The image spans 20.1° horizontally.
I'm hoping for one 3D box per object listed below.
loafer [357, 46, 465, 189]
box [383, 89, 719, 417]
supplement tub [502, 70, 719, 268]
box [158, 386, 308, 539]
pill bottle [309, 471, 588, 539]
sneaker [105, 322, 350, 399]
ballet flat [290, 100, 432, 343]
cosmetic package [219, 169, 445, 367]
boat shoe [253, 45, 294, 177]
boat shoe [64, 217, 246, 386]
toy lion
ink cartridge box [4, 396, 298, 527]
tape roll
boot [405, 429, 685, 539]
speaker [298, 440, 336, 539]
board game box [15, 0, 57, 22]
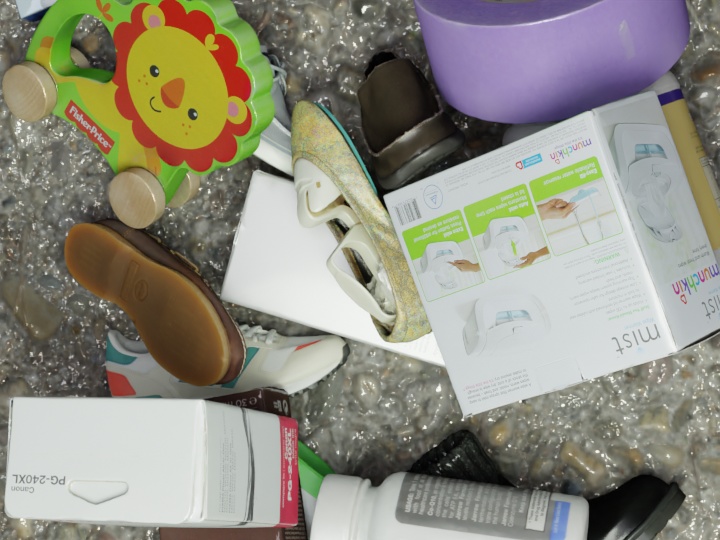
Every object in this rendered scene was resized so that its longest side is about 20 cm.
[{"bbox_3d":[0.025,-0.119,1.527,0.073,0.200,0.072,-32,108,3],"label":"loafer"},{"bbox_3d":[0.139,-0.009,1.447,0.199,0.096,0.178,-22,89,41],"label":"box"},{"bbox_3d":[0.205,-0.038,1.544,0.144,0.145,0.202,-21,89,5],"label":"supplement tub"},{"bbox_3d":[-0.096,0.195,1.529,0.099,0.075,0.202,-11,81,14],"label":"box"},{"bbox_3d":[0.065,0.211,1.505,0.198,0.114,0.115,7,92,9],"label":"pill bottle"},{"bbox_3d":[-0.111,0.064,1.611,0.198,0.070,0.094,-14,95,8],"label":"sneaker"},{"bbox_3d":[-0.009,-0.033,1.516,0.070,0.071,0.201,-33,88,5],"label":"ballet flat"},{"bbox_3d":[0.000,0.000,1.594,0.198,0.085,0.109,18,92,5],"label":"cosmetic package"},{"bbox_3d":[-0.098,-0.149,1.606,0.200,0.070,0.072,39,100,6],"label":"boat shoe"},{"bbox_3d":[-0.146,0.020,1.565,0.200,0.070,0.071,42,115,35],"label":"boat shoe"},{"bbox_3d":[-0.162,-0.146,1.561,0.200,0.069,0.192,43,126,11],"label":"toy lion"},{"bbox_3d":[-0.140,0.135,1.408,0.144,0.200,0.084,-1,81,16],"label":"ink cartridge box"},{"bbox_3d":[0.141,-0.199,1.514,0.198,0.201,0.085,-15,123,5],"label":"tape roll"},{"bbox_3d":[0.132,0.183,1.588,0.210,0.079,0.158,-35,88,5],"label":"boot"},{"bbox_3d":[-0.102,0.225,1.608,0.088,0.088,0.200,40,94,3],"label":"speaker"},{"bbox_3d":[-0.209,-0.328,1.626,0.198,0.043,0.201,-19,90,5],"label":"board game box"}]
